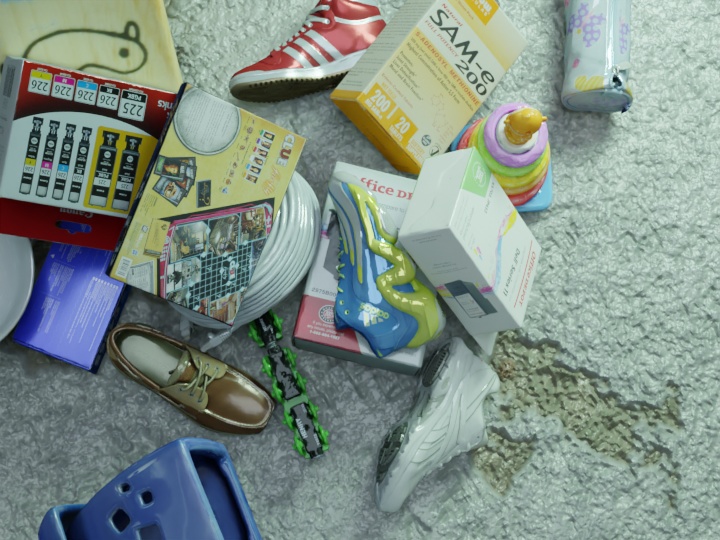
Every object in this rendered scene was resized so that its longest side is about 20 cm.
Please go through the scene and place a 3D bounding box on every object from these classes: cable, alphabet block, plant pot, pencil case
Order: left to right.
[{"bbox_3d":[-0.304,-0.275,1.311,0.193,0.201,0.198,-15,46,-5],"label":"alphabet block"},{"bbox_3d":[-0.199,0.294,1.239,0.178,0.200,0.202,-23,80,1],"label":"plant pot"},{"bbox_3d":[-0.140,-0.039,1.336,0.198,0.069,0.202,-30,57,10],"label":"cable"},{"bbox_3d":[0.273,-0.282,1.425,0.082,0.091,0.203,3,77,-1],"label":"pencil case"}]

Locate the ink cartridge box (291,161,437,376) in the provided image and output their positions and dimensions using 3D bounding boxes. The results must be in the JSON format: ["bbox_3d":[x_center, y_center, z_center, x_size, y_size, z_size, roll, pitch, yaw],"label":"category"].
[{"bbox_3d":[0.016,-0.002,1.361,0.144,0.083,0.203,13,78,1],"label":"ink cartridge box"}]

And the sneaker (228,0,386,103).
[{"bbox_3d":[-0.064,-0.264,1.418,0.197,0.071,0.114,-14,83,-13],"label":"sneaker"}]

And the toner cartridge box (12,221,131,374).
[{"bbox_3d":[-0.298,0.003,1.369,0.094,0.043,0.202,21,79,1],"label":"toner cartridge box"}]

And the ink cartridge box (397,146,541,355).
[{"bbox_3d":[0.128,-0.015,1.302,0.067,0.200,0.118,-10,44,35],"label":"ink cartridge box"}]

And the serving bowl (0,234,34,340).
[{"bbox_3d":[-0.445,0.001,1.295,0.197,0.066,0.203,5,78,-24],"label":"serving bowl"}]

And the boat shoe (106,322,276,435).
[{"bbox_3d":[-0.187,0.117,1.333,0.198,0.074,0.076,24,79,3],"label":"boat shoe"}]

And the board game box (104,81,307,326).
[{"bbox_3d":[-0.151,-0.064,1.223,0.134,0.035,0.202,23,89,-19],"label":"board game box"}]

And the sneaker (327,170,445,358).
[{"bbox_3d":[0.000,0.000,1.279,0.104,0.076,0.201,-32,82,-7],"label":"sneaker"}]

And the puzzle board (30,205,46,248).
[{"bbox_3d":[-0.397,-0.126,1.340,0.017,0.151,0.202,-24,79,-28],"label":"puzzle board"}]

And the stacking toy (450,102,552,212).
[{"bbox_3d":[0.162,-0.137,1.334,0.114,0.200,0.111,-4,78,-2],"label":"stacking toy"}]

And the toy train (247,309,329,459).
[{"bbox_3d":[-0.083,0.112,1.346,0.041,0.056,0.202,-22,78,-5],"label":"toy train"}]

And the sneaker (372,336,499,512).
[{"bbox_3d":[0.088,0.179,1.332,0.099,0.078,0.202,31,88,-15],"label":"sneaker"}]

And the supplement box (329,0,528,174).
[{"bbox_3d":[0.078,-0.224,1.388,0.126,0.073,0.201,43,78,-27],"label":"supplement box"}]

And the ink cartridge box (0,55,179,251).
[{"bbox_3d":[-0.263,-0.104,1.236,0.198,0.084,0.178,8,98,-29],"label":"ink cartridge box"}]
